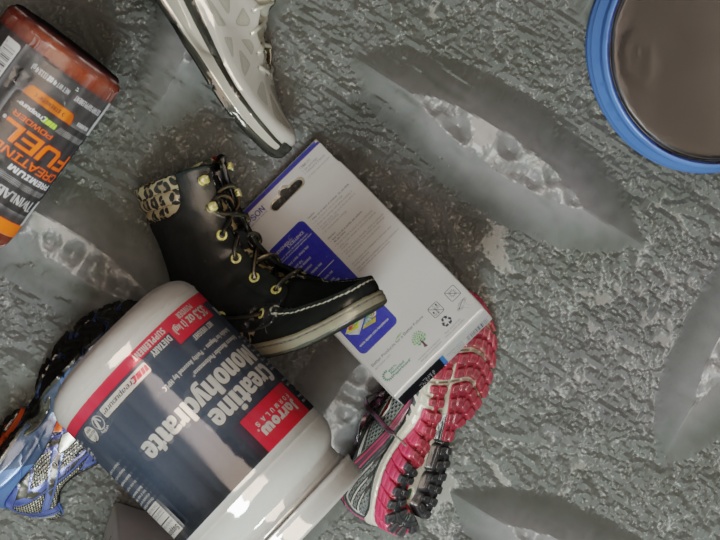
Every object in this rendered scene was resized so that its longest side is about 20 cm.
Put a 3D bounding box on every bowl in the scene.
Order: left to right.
[{"bbox_3d":[0.279,-0.177,1.602,0.199,0.039,0.202,-1,97,-7],"label":"bowl"}]

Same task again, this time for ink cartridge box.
[{"bbox_3d":[0.000,0.000,1.565,0.099,0.039,0.200,-43,70,1],"label":"ink cartridge box"}]

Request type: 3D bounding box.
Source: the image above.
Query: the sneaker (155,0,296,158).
[{"bbox_3d":[-0.080,-0.192,1.539,0.115,0.076,0.201,-32,97,0],"label":"sneaker"}]

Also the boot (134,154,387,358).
[{"bbox_3d":[-0.083,-0.013,1.521,0.073,0.203,0.155,-24,97,-48],"label":"boot"}]

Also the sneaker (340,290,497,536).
[{"bbox_3d":[0.042,0.104,1.596,0.081,0.074,0.201,36,79,-51],"label":"sneaker"}]

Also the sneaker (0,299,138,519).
[{"bbox_3d":[-0.219,0.109,1.572,0.078,0.075,0.200,34,98,-21],"label":"sneaker"}]

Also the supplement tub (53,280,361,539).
[{"bbox_3d":[-0.111,0.120,1.463,0.200,0.140,0.140,44,91,2],"label":"supplement tub"}]

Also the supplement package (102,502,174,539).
[{"bbox_3d":[-0.146,0.270,1.527,0.120,0.200,0.121,18,95,-9],"label":"supplement package"}]

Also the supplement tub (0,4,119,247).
[{"bbox_3d":[-0.276,-0.091,1.515,0.107,0.107,0.201,36,93,-10],"label":"supplement tub"}]
